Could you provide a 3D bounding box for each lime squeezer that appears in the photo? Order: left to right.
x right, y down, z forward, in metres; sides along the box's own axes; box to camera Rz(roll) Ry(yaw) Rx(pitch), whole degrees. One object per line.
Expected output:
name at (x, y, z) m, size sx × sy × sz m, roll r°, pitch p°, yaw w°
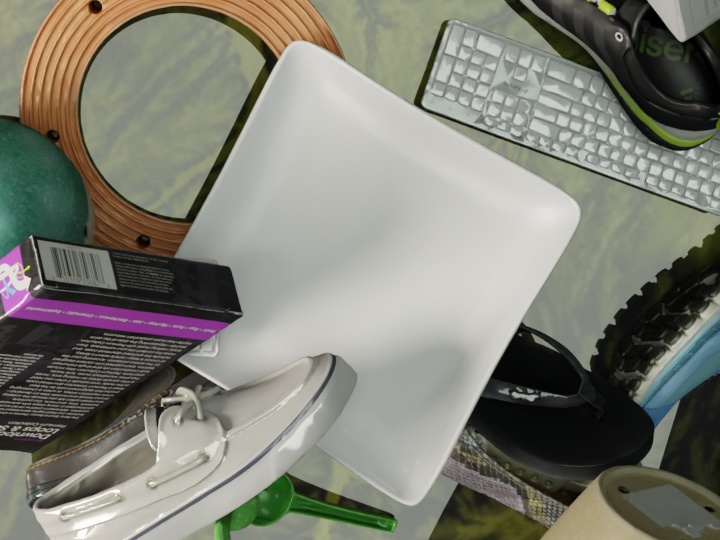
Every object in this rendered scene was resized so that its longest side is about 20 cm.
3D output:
lime squeezer at (-0.055, 0.144, 1.295) m, size 0.071 × 0.200 × 0.038 m, roll 42°, pitch 106°, yaw 22°

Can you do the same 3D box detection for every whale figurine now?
whale figurine at (-0.254, -0.027, 1.264) m, size 0.198 × 0.104 × 0.160 m, roll 2°, pitch 70°, yaw 12°

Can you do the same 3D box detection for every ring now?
ring at (-0.101, -0.092, 1.308) m, size 0.199 × 0.019 × 0.202 m, roll 1°, pitch 108°, yaw 2°

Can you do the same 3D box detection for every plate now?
plate at (0.000, 0.000, 1.276) m, size 0.199 × 0.032 × 0.201 m, roll 31°, pitch 99°, yaw 13°

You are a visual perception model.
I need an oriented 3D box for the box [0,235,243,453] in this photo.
box at (-0.182, 0.046, 1.231) m, size 0.200 × 0.142 × 0.036 m, roll -34°, pitch 62°, yaw 35°

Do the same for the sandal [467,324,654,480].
sandal at (0.081, 0.057, 1.306) m, size 0.199 × 0.043 × 0.076 m, roll 30°, pitch 51°, yaw 13°

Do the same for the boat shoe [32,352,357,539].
boat shoe at (-0.095, 0.098, 1.243) m, size 0.199 × 0.072 × 0.066 m, roll -34°, pitch 110°, yaw 17°

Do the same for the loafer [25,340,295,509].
loafer at (-0.109, 0.088, 1.327) m, size 0.199 × 0.073 × 0.073 m, roll -19°, pitch 74°, yaw -9°

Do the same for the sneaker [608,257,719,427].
sneaker at (0.238, 0.038, 1.348) m, size 0.200 × 0.078 × 0.090 m, roll -40°, pitch 100°, yaw -1°

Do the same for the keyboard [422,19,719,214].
keyboard at (0.138, -0.093, 1.353) m, size 0.199 × 0.011 × 0.057 m, roll 19°, pitch 92°, yaw -7°

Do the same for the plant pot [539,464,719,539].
plant pot at (0.144, 0.219, 1.268) m, size 0.186 × 0.188 × 0.201 m, roll 15°, pitch 112°, yaw -7°

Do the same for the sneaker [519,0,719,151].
sneaker at (0.157, -0.158, 1.310) m, size 0.072 × 0.083 × 0.200 m, roll -43°, pitch 89°, yaw -13°

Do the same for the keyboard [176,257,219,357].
keyboard at (-0.177, 0.018, 1.302) m, size 0.198 × 0.011 × 0.057 m, roll 3°, pitch 92°, yaw 16°

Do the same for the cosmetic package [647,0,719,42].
cosmetic package at (0.207, -0.275, 1.251) m, size 0.199 × 0.123 × 0.200 m, roll -31°, pitch 57°, yaw -4°

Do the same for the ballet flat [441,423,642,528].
ballet flat at (0.128, 0.124, 1.340) m, size 0.199 × 0.072 × 0.072 m, roll 26°, pitch 91°, yaw -6°
